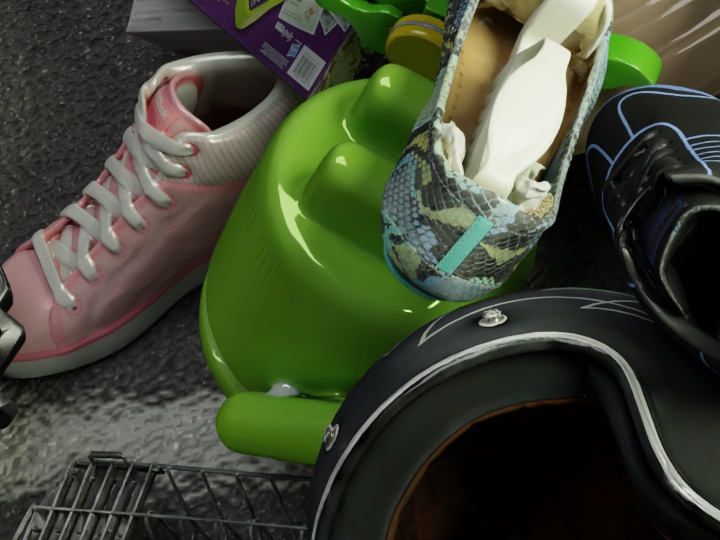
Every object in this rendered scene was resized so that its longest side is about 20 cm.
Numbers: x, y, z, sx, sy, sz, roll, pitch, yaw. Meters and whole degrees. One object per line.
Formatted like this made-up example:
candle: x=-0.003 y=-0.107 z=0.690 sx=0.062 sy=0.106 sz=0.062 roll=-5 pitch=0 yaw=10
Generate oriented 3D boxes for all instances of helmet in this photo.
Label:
helmet: x=0.082 y=0.100 z=0.918 sx=0.200 sy=0.200 sz=0.191 roll=-39 pitch=52 yaw=-13

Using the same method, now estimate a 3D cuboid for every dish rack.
dish rack: x=-0.060 y=0.146 z=1.033 sx=0.199 sy=0.055 sz=0.154 roll=2 pitch=51 yaw=25

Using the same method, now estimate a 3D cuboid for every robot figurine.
robot figurine: x=0.000 y=0.000 z=1.048 sx=0.115 sy=0.200 sz=0.176 roll=28 pitch=57 yaw=-3

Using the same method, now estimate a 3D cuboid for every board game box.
board game box: x=-0.031 y=-0.161 z=1.150 sx=0.120 sy=0.032 sz=0.200 roll=-61 pitch=39 yaw=12

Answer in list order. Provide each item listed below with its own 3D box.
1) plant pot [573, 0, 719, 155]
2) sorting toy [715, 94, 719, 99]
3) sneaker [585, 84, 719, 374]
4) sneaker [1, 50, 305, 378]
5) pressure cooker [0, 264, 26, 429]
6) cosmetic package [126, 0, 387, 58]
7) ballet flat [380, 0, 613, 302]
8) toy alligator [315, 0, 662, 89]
plant pot: x=0.120 y=-0.142 z=1.124 sx=0.200 sy=0.093 sz=0.201 roll=-30 pitch=18 yaw=11
sorting toy: x=0.238 y=-0.037 z=1.062 sx=0.199 sy=0.070 sz=0.200 roll=-37 pitch=48 yaw=-12
sneaker: x=0.119 y=-0.019 z=0.890 sx=0.070 sy=0.078 sz=0.200 roll=-59 pitch=34 yaw=13
sneaker: x=-0.102 y=-0.034 z=1.166 sx=0.200 sy=0.105 sz=0.075 roll=-27 pitch=49 yaw=-1
pressure cooker: x=-0.252 y=0.033 z=1.109 sx=0.178 sy=0.176 sz=0.200 roll=19 pitch=68 yaw=38
cosmetic package: x=-0.028 y=-0.145 z=1.203 sx=0.200 sy=0.051 sz=0.083 roll=4 pitch=76 yaw=50
ballet flat: x=0.064 y=-0.075 z=0.952 sx=0.074 sy=0.074 sz=0.201 roll=0 pitch=50 yaw=21
toy alligator: x=0.025 y=-0.102 z=1.049 sx=0.199 sy=0.054 sz=0.059 roll=20 pitch=55 yaw=7
